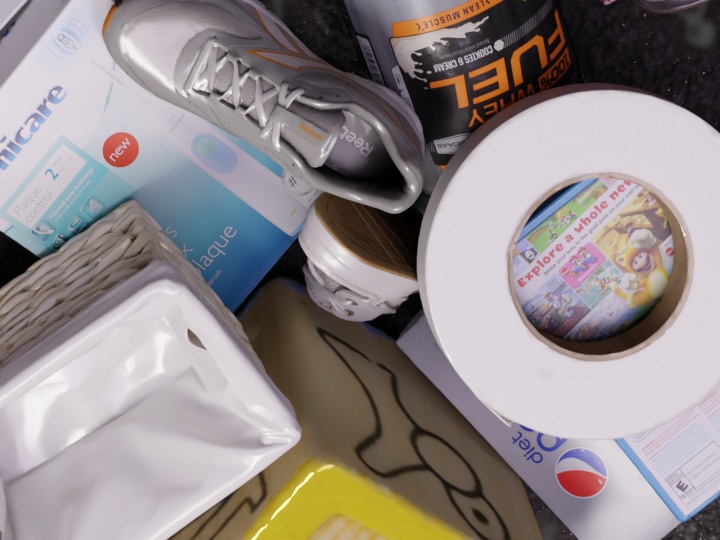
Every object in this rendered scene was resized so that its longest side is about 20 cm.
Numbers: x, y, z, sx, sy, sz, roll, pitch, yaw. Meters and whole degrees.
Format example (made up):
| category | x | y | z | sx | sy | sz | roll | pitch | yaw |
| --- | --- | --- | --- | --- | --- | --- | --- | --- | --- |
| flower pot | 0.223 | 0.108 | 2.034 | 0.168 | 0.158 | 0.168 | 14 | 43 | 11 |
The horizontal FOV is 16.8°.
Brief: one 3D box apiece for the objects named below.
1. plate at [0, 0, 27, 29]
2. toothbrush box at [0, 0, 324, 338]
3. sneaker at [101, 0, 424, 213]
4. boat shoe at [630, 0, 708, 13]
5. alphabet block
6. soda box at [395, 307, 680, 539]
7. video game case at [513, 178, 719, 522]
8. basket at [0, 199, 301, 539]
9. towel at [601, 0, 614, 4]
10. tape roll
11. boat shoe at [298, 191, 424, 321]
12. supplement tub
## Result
| category | x | y | z | sx | sy | sz | roll | pitch | yaw |
| --- | --- | --- | --- | --- | --- | --- | --- | --- | --- |
| plate | -0.301 | -0.166 | 1.347 | 0.199 | 0.032 | 0.200 | 38 | 99 | -28 |
| toothbrush box | -0.134 | -0.068 | 1.410 | 0.200 | 0.085 | 0.147 | 38 | 99 | -25 |
| sneaker | -0.045 | -0.095 | 1.321 | 0.199 | 0.092 | 0.076 | 25 | 103 | -16 |
| boat shoe | 0.243 | -0.223 | 1.452 | 0.199 | 0.075 | 0.074 | -26 | 118 | -5 |
| alphabet block | -0.023 | 0.160 | 1.466 | 0.195 | 0.200 | 0.197 | 30 | 111 | -25 |
| soda box | 0.117 | 0.086 | 1.492 | 0.200 | 0.063 | 0.068 | 46 | 113 | -1 |
| video game case | 0.182 | 0.027 | 1.417 | 0.143 | 0.018 | 0.200 | -38 | 100 | 6 |
| basket | -0.154 | 0.076 | 1.355 | 0.199 | 0.124 | 0.136 | -35 | 119 | 6 |
| towel | 0.162 | -0.273 | 1.401 | 0.144 | 0.022 | 0.201 | -25 | 99 | -4 |
| tape roll | 0.132 | -0.004 | 1.373 | 0.201 | 0.037 | 0.204 | -1 | 101 | -6 |
| boat shoe | 0.000 | 0.000 | 1.432 | 0.069 | 0.200 | 0.071 | -38 | 76 | 12 |
| supplement tub | 0.061 | -0.128 | 1.416 | 0.122 | 0.123 | 0.201 | -25 | 118 | -4 |
